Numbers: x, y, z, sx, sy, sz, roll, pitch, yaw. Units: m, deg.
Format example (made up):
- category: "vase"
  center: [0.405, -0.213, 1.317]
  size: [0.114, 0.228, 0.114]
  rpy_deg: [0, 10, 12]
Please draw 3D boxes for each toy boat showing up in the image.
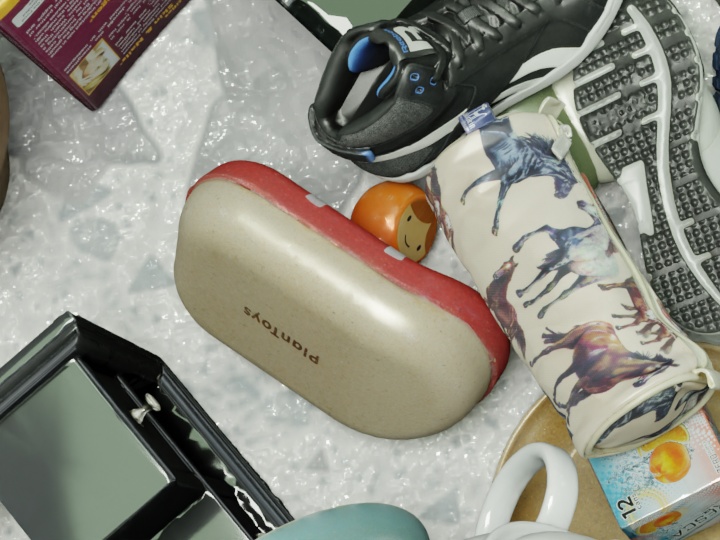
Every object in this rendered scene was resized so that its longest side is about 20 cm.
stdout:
- category: "toy boat"
  center: [0.000, 0.000, 1.147]
  size: [0.200, 0.131, 0.131]
  rpy_deg: [34, 58, 12]

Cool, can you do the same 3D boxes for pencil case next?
- category: "pencil case"
  center: [0.109, 0.005, 1.050]
  size: [0.089, 0.078, 0.200]
  rpy_deg: [-46, 56, 27]

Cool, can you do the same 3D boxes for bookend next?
- category: "bookend"
  center: [-0.105, 0.136, 1.085]
  size: [0.092, 0.200, 0.199]
  rpy_deg: [-41, 77, 0]

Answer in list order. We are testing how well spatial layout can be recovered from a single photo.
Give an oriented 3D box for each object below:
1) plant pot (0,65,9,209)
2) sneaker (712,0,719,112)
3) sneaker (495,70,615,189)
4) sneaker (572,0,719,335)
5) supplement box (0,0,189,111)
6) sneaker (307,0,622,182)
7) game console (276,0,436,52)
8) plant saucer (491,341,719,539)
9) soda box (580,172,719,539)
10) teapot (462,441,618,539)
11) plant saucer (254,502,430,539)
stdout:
- category: "plant pot"
  center: [-0.282, -0.070, 1.156]
  size: [0.200, 0.175, 0.200]
  rpy_deg: [-1, 81, 7]
- category: "sneaker"
  center: [0.244, -0.134, 1.146]
  size: [0.085, 0.077, 0.200]
  rpy_deg: [-2, 83, 0]
- category: "sneaker"
  center: [0.066, -0.117, 1.169]
  size: [0.090, 0.067, 0.200]
  rpy_deg: [-31, 81, -3]
- category: "sneaker"
  center: [0.174, -0.060, 1.125]
  size: [0.074, 0.080, 0.200]
  rpy_deg: [-17, 82, 23]
- category: "supplement box"
  center: [-0.171, -0.179, 1.145]
  size: [0.086, 0.200, 0.110]
  rpy_deg: [40, 87, 13]
- category: "sneaker"
  center: [0.058, -0.126, 1.082]
  size: [0.200, 0.112, 0.073]
  rpy_deg: [-45, 68, 15]
- category: "game console"
  center: [0.008, -0.234, 1.185]
  size: [0.176, 0.116, 0.200]
  rpy_deg: [43, 89, 4]
- category: "plant saucer"
  center: [0.170, 0.138, 1.111]
  size: [0.200, 0.035, 0.200]
  rpy_deg: [-7, 67, 17]
- category: "soda box"
  center: [0.138, 0.050, 1.101]
  size: [0.068, 0.064, 0.200]
  rpy_deg: [-27, 61, 8]
- category: "teapot"
  center: [0.093, 0.189, 0.986]
  size: [0.200, 0.197, 0.146]
  rpy_deg: [37, 112, 23]
- category: "plant saucer"
  center: [-0.039, 0.204, 1.066]
  size: [0.200, 0.200, 0.027]
  rpy_deg: [-41, 55, 0]
